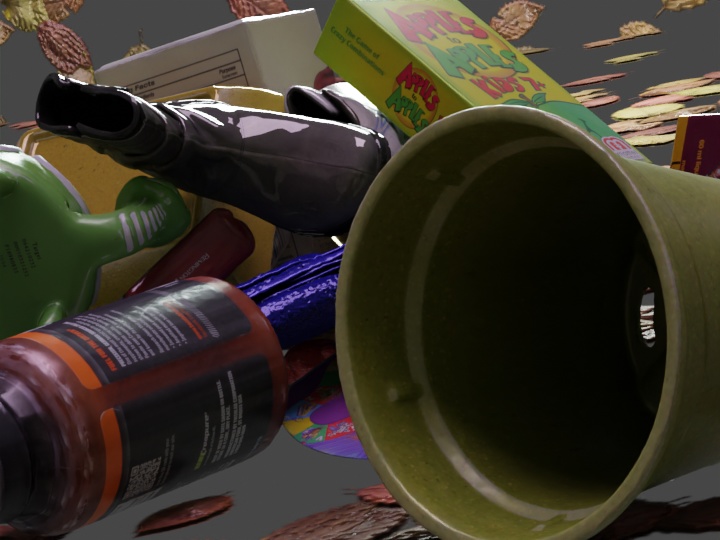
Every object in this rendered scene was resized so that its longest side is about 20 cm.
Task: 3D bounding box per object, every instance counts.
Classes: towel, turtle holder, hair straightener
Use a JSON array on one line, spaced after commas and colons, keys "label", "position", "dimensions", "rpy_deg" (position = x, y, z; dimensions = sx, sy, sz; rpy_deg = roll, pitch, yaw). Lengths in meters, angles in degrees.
[{"label": "towel", "position": [0.000, 0.000, 1.659], "dimensions": [0.199, 0.050, 0.148], "rpy_deg": [-23, 1, -16]}, {"label": "turtle holder", "position": [-0.206, -0.017, 1.652], "dimensions": [0.185, 0.141, 0.132], "rpy_deg": [-44, 4, 13]}, {"label": "hair straightener", "position": [-0.140, 0.048, 1.668], "dimensions": [0.200, 0.041, 0.077], "rpy_deg": [-50, 5, -21]}]

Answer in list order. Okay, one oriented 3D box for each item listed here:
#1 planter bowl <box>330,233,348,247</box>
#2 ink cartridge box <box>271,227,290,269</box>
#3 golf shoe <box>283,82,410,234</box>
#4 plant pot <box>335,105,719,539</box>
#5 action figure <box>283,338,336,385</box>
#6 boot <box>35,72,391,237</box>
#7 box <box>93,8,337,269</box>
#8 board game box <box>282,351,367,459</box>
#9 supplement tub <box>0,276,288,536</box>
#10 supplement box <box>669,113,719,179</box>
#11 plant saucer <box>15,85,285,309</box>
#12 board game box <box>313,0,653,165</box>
[{"label": "planter bowl", "position": [0.081, -0.046, 1.854], "dimensions": [0.199, 0.084, 0.201], "rpy_deg": [13, 19, -5]}, {"label": "ink cartridge box", "position": [-0.169, 0.028, 1.829], "dimensions": [0.199, 0.047, 0.198], "rpy_deg": [-6, 33, 28]}, {"label": "golf shoe", "position": [-0.012, -0.090, 1.796], "dimensions": [0.078, 0.097, 0.200], "rpy_deg": [-40, 25, 4]}, {"label": "plant pot", "position": [0.121, 0.025, 1.343], "dimensions": [0.200, 0.202, 0.184], "rpy_deg": [-2, 0, 42]}, {"label": "action figure", "position": [0.025, 0.046, 1.696], "dimensions": [0.199, 0.052, 0.065], "rpy_deg": [-15, 3, 0]}, {"label": "boot", "position": [-0.090, -0.069, 1.647], "dimensions": [0.199, 0.068, 0.130], "rpy_deg": [10, -4, 44]}, {"label": "box", "position": [-0.076, -0.061, 1.935], "dimensions": [0.127, 0.201, 0.109], "rpy_deg": [-15, 2, 28]}, {"label": "board game box", "position": [0.044, 0.035, 1.588], "dimensions": [0.200, 0.039, 0.157], "rpy_deg": [-34, 29, -35]}, {"label": "supplement tub", "position": [-0.138, 0.074, 1.505], "dimensions": [0.107, 0.108, 0.199], "rpy_deg": [-2, 12, 43]}, {"label": "supplement box", "position": [0.291, -0.043, 1.719], "dimensions": [0.110, 0.086, 0.199], "rpy_deg": [18, -13, -42]}, {"label": "plant saucer", "position": [-0.150, -0.038, 1.797], "dimensions": [0.199, 0.049, 0.201], "rpy_deg": [-13, 42, 17]}, {"label": "board game box", "position": [0.075, -0.101, 1.781], "dimensions": [0.101, 0.048, 0.200], "rpy_deg": [-9, 44, -48]}]
